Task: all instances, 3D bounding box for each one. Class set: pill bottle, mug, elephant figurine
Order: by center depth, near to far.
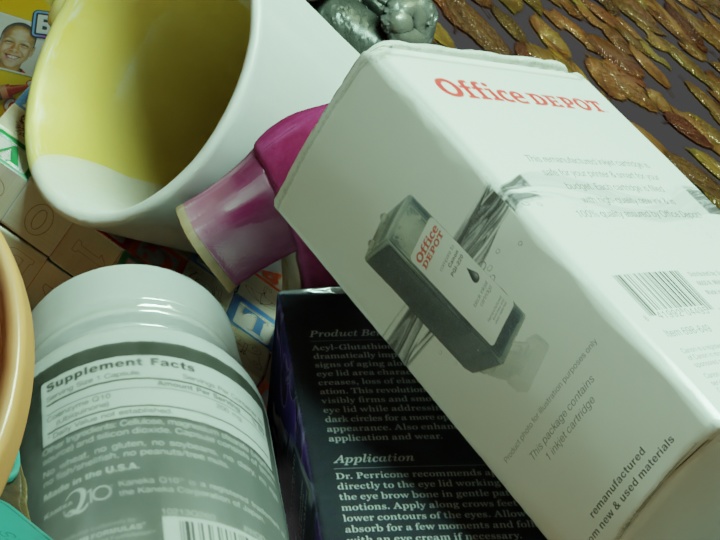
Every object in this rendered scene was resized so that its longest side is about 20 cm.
[{"bbox_3d":[-0.085,0.096,0.651,0.113,0.114,0.201,27,27,-28],"label":"pill bottle"},{"bbox_3d":[-0.060,-0.084,0.823,0.153,0.149,0.188,26,39,-47],"label":"mug"},{"bbox_3d":[-0.056,-0.170,1.161,0.198,0.143,0.155,15,2,-17],"label":"elephant figurine"}]

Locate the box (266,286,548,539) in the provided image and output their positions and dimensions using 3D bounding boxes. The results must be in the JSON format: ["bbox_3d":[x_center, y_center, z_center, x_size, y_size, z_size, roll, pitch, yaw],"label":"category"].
[{"bbox_3d":[0.020,0.122,0.689,0.103,0.149,0.201,0,34,-10],"label":"box"}]

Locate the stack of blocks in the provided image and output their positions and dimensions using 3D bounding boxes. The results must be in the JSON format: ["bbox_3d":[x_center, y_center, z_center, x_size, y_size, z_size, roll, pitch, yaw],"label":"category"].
[{"bbox_3d":[-0.112,0.007,0.834,0.199,0.059,0.115,36,24,-10],"label":"stack of blocks"}]

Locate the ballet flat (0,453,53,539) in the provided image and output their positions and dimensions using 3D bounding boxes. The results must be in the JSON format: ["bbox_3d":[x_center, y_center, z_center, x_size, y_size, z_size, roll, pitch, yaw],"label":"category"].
[{"bbox_3d":[-0.141,0.096,0.570,0.067,0.073,0.200,13,13,-33],"label":"ballet flat"}]

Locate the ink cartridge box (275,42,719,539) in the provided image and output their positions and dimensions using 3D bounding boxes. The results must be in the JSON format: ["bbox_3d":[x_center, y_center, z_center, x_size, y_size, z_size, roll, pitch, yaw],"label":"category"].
[{"bbox_3d":[0.083,0.009,0.645,0.145,0.085,0.200,-1,44,-49],"label":"ink cartridge box"}]

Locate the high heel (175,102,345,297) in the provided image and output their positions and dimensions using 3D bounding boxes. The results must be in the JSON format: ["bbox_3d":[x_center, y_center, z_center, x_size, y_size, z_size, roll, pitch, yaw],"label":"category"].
[{"bbox_3d":[0.000,0.000,0.773,0.200,0.095,0.068,52,8,-45],"label":"high heel"}]

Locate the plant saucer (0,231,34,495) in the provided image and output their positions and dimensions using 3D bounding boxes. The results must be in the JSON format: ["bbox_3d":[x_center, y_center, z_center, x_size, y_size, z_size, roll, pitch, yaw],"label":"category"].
[{"bbox_3d":[-0.190,0.050,0.518,0.201,0.199,0.038,59,-4,36],"label":"plant saucer"}]

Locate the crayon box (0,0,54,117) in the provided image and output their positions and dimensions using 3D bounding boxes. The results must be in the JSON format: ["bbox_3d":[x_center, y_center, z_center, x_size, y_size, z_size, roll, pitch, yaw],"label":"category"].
[{"bbox_3d":[-0.159,-0.134,0.936,0.199,0.119,0.058,25,27,-30],"label":"crayon box"}]
